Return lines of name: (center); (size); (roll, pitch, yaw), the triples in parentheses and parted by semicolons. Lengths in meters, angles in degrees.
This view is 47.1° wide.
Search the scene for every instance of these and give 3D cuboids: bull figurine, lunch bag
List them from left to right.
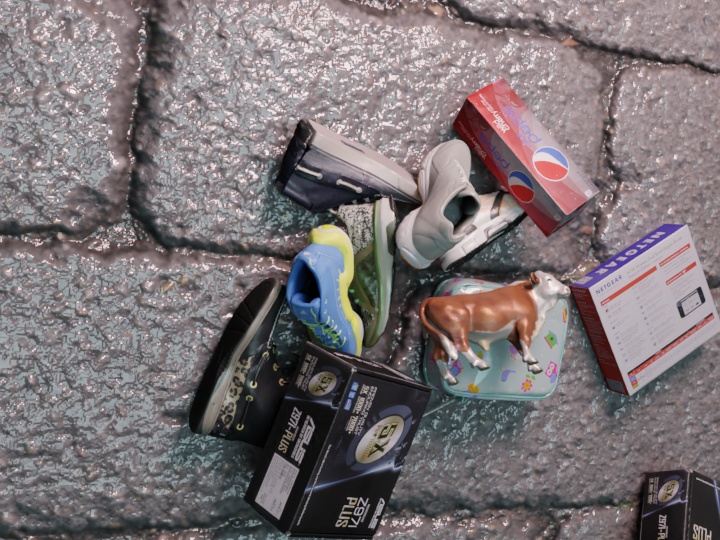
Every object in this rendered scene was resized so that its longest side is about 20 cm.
lunch bag: (0.178, 0.098, 1.116); (0.197, 0.077, 0.163); (8, 93, -22)
bull figurine: (0.171, 0.067, 1.024); (0.197, 0.065, 0.123); (-8, 64, -10)

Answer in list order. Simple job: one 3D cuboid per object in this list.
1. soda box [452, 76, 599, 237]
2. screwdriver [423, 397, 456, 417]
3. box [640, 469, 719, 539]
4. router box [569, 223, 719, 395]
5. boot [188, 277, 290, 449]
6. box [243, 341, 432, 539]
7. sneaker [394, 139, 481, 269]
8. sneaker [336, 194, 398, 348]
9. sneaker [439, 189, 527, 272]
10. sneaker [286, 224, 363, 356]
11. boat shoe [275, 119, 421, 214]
soda box: (0.210, -0.147, 1.066); (0.070, 0.064, 0.201); (-31, 76, -24)
screwdriver: (0.049, 0.207, 1.097); (0.198, 0.028, 0.029); (-27, 133, -14)
box: (0.522, 0.411, 1.243); (0.198, 0.086, 0.166); (26, 64, -22)
router box: (0.428, 0.055, 1.228); (0.198, 0.049, 0.181); (-29, 104, -17)
boot: (-0.102, 0.127, 1.009); (0.153, 0.073, 0.206); (28, 89, -24)
box: (-0.023, 0.205, 0.977); (0.163, 0.086, 0.202); (24, 89, -49)
sneaker: (0.115, -0.089, 1.000); (0.076, 0.091, 0.202); (42, 49, -26)
sneaker: (0.000, 0.000, 1.038); (0.087, 0.077, 0.203); (5, 111, 5)
sneaker: (0.167, -0.080, 1.099); (0.199, 0.074, 0.080); (-31, 76, -28)
sneaker: (-0.052, 0.052, 0.989); (0.105, 0.075, 0.203); (-39, 128, -54)
boat shoe: (-0.014, -0.107, 1.033); (0.198, 0.075, 0.093); (24, 109, -28)
